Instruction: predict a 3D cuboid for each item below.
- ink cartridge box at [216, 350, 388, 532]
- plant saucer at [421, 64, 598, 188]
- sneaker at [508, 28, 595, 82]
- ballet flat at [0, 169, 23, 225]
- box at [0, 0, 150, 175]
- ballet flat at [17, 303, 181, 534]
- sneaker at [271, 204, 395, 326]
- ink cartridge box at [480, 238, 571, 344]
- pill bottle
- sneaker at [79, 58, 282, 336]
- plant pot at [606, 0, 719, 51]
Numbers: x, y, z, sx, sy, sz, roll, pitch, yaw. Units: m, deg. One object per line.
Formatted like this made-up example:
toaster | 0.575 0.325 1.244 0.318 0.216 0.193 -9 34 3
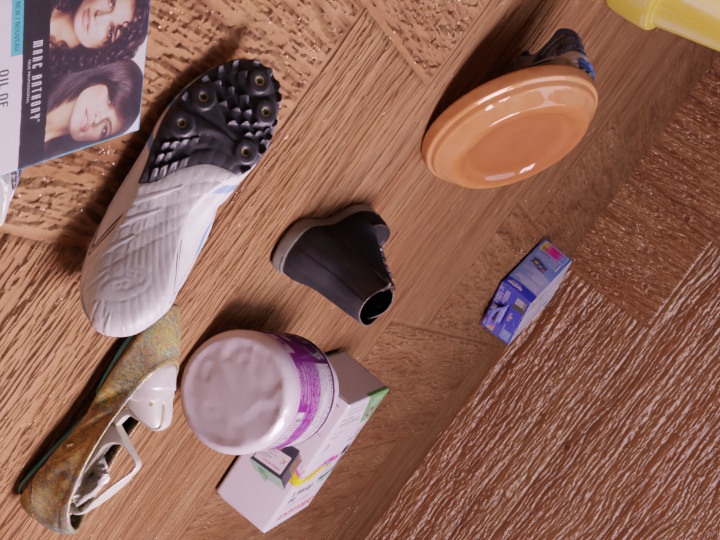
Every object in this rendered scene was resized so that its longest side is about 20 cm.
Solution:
ink cartridge box | -0.070 0.209 1.434 0.201 0.084 0.145 -56 165 14
plant saucer | 0.163 -0.144 1.237 0.197 0.038 0.201 -16 156 -7
sneaker | 0.193 -0.198 1.318 0.200 0.076 0.086 -40 -138 48
ballet flat | -0.209 -0.018 0.526 0.200 0.072 0.073 -34 157 -52
box | -0.172 -0.082 0.490 0.199 0.049 0.083 -32 139 -53
ballet flat | -0.188 0.121 0.913 0.201 0.070 0.071 -53 165 -1
sneaker | 0.000 0.000 1.126 0.075 0.106 0.200 -58 164 22
ink cartridge box | 0.315 0.050 2.262 0.200 0.076 0.137 -42 162 -40
pill bottle | -0.086 0.115 1.119 0.113 0.112 0.200 -53 166 5
sneaker | -0.120 -0.050 0.752 0.201 0.071 0.072 -59 -160 -2
plant pot | 0.442 -0.372 1.466 0.201 0.188 0.201 -46 164 -18
